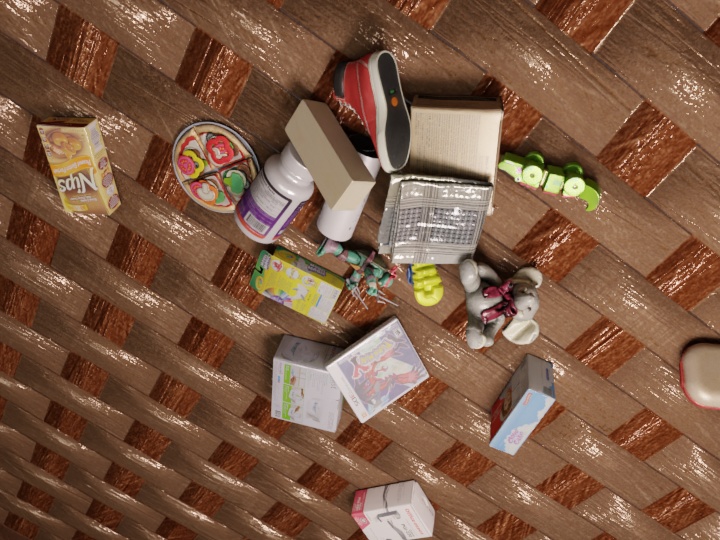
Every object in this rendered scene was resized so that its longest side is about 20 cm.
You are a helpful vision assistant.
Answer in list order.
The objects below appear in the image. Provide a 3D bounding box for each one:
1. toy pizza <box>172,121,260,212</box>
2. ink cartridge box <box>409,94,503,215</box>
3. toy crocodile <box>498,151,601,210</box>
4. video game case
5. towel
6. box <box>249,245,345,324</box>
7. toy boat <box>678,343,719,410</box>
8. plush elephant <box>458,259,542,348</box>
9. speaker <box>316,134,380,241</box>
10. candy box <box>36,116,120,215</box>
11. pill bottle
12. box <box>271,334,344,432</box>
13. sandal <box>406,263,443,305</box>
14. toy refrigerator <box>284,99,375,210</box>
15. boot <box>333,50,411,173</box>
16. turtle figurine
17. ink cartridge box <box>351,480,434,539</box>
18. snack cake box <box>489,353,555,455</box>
[{"bbox_3d":[-0.303,-0.207,1.267,0.195,0.032,0.204,7,124,10],"label":"toy pizza"},{"bbox_3d":[0.171,-0.211,1.119,0.160,0.076,0.204,5,123,9],"label":"ink cartridge box"},{"bbox_3d":[0.344,-0.167,1.109,0.195,0.068,0.063,17,126,2],"label":"toy crocodile"},{"bbox_3d":[0.041,0.232,1.415,0.198,0.023,0.184,-33,114,-5],"label":"video game case"},{"bbox_3d":[0.132,-0.088,1.126,0.194,0.035,0.195,4,134,-4],"label":"towel"},{"bbox_3d":[-0.145,0.029,1.374,0.196,0.049,0.119,25,125,-6],"label":"box"},{"bbox_3d":[0.752,0.231,1.252,0.194,0.134,0.131,5,154,12],"label":"toy boat"},{"bbox_3d":[0.288,0.064,1.211,0.151,0.200,0.170,-6,83,17],"label":"plush elephant"},{"bbox_3d":[-0.020,-0.160,1.197,0.080,0.082,0.203,23,126,-2],"label":"speaker"},{"bbox_3d":[-0.604,-0.224,1.317,0.112,0.056,0.204,5,123,11],"label":"candy box"},{"bbox_3d":[-0.161,-0.158,1.214,0.111,0.112,0.200,37,124,-12],"label":"pill bottle"},{"bbox_3d":[-0.125,0.281,1.502,0.172,0.097,0.204,11,124,6],"label":"box"},{"bbox_3d":[0.121,-0.035,1.245,0.077,0.087,0.206,-4,104,-11],"label":"sandal"},{"bbox_3d":[-0.056,-0.211,1.115,0.076,0.069,0.202,-48,62,35],"label":"toy refrigerator"},{"bbox_3d":[0.013,-0.275,1.089,0.142,0.072,0.205,6,112,48],"label":"boot"},{"bbox_3d":[0.000,0.000,1.290,0.198,0.102,0.150,35,165,-8],"label":"turtle figurine"},{"bbox_3d":[0.094,0.684,1.720,0.196,0.085,0.147,-20,116,23],"label":"ink cartridge box"},{"bbox_3d":[0.364,0.306,1.384,0.066,0.116,0.203,21,126,-1],"label":"snack cake box"}]
